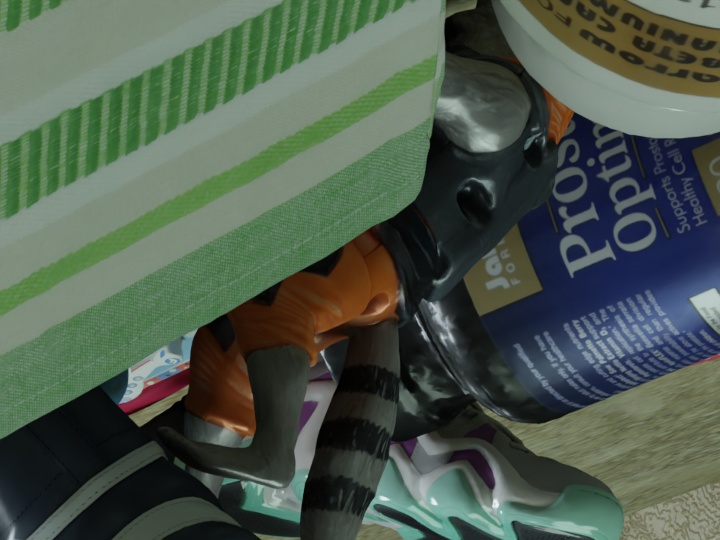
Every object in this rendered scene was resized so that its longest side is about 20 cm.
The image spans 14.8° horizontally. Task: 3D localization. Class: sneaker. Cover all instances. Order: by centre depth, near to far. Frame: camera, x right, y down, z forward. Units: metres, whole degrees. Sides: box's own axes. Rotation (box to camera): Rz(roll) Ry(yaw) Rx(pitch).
[{"bbox_3d":[-0.072,0.098,0.760,0.070,0.108,0.200,-40,158,-21],"label":"sneaker"},{"bbox_3d":[0.026,0.041,1.107,0.199,0.141,0.078,8,157,29],"label":"sneaker"}]

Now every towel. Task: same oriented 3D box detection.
[{"bbox_3d":[-0.042,-0.053,0.547,0.152,0.023,0.201,-30,148,-23],"label":"towel"}]

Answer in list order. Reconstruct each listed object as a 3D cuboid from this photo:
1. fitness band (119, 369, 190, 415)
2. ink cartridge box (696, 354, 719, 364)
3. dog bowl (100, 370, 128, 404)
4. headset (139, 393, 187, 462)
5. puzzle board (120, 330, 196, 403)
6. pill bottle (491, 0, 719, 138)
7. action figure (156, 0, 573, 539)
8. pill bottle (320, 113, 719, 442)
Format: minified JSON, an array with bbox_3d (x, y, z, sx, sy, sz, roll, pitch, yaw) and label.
[{"bbox_3d":[-0.116,0.035,1.100,0.143,0.038,0.200,-14,169,-34],"label":"fitness band"},{"bbox_3d":[0.232,-0.035,1.196,0.199,0.085,0.145,-14,168,-17],"label":"ink cartridge box"},{"bbox_3d":[-0.135,0.014,0.788,0.050,0.112,0.200,-39,163,17],"label":"dog bowl"},{"bbox_3d":[-0.031,0.069,1.234,0.199,0.094,0.124,-31,171,-11],"label":"headset"},{"bbox_3d":[-0.157,0.038,0.975,0.199,0.018,0.150,-26,150,29],"label":"puzzle board"},{"bbox_3d":[0.078,-0.096,0.577,0.114,0.115,0.200,-17,169,-6],"label":"pill bottle"},{"bbox_3d":[0.000,0.000,0.825,0.194,0.104,0.200,-54,173,-18],"label":"action figure"},{"bbox_3d":[0.084,-0.011,0.997,0.199,0.113,0.112,-24,168,22],"label":"pill bottle"}]
